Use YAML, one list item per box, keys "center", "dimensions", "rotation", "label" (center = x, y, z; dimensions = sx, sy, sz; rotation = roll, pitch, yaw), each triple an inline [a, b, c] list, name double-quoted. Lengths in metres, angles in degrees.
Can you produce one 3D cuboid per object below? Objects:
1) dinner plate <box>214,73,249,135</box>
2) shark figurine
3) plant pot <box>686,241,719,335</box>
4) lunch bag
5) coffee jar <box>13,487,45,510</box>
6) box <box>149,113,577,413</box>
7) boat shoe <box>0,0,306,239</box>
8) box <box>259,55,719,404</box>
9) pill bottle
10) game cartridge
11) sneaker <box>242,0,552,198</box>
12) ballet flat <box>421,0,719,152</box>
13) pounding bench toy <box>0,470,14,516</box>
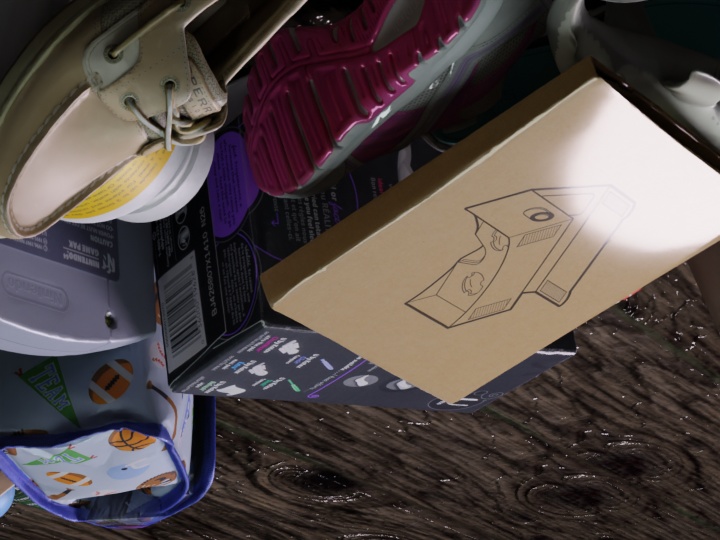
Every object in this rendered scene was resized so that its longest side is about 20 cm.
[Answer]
- center: [0.002, -0.073, 1.413]
  dimensions: [0.200, 0.024, 0.200]
  rotation: [-5, 161, -2]
  label: "dinner plate"
- center: [0.125, -0.117, 1.235]
  dimensions: [0.128, 0.090, 0.214]
  rotation: [-17, 149, 29]
  label: "shark figurine"
- center: [0.272, -0.002, 1.487]
  dimensions: [0.199, 0.174, 0.200]
  rotation: [-6, 162, -2]
  label: "plant pot"
- center: [-0.144, 0.046, 1.482]
  dimensions: [0.123, 0.170, 0.200]
  rotation: [-3, 160, 2]
  label: "lunch bag"
- center: [-0.232, 0.103, 1.713]
  dimensions: [0.085, 0.105, 0.200]
  rotation: [-25, 155, 36]
  label: "coffee jar"
- center: [0.000, 0.000, 1.398]
  dimensions: [0.200, 0.123, 0.106]
  rotation: [6, 155, -32]
  label: "box"
- center: [-0.087, -0.086, 1.105]
  dimensions: [0.200, 0.065, 0.072]
  rotation: [-48, 151, -9]
  label: "boat shoe"
- center: [0.075, -0.014, 1.264]
  dimensions: [0.200, 0.021, 0.163]
  rotation: [-33, 143, 23]
  label: "box"
- center: [-0.143, -0.083, 1.203]
  dimensions: [0.104, 0.105, 0.200]
  rotation: [-14, 160, 20]
  label: "pill bottle"
- center: [-0.176, -0.028, 1.308]
  dimensions: [0.041, 0.133, 0.200]
  rotation: [-19, 157, 29]
  label: "game cartridge"
- center: [0.020, -0.092, 1.260]
  dimensions: [0.088, 0.082, 0.200]
  rotation: [6, 152, -41]
  label: "sneaker"
- center: [0.123, -0.101, 1.325]
  dimensions: [0.199, 0.070, 0.069]
  rotation: [-12, 161, 3]
  label: "ballet flat"
- center: [-0.302, 0.112, 1.503]
  dimensions: [0.124, 0.156, 0.200]
  rotation: [-21, -169, 33]
  label: "pounding bench toy"
